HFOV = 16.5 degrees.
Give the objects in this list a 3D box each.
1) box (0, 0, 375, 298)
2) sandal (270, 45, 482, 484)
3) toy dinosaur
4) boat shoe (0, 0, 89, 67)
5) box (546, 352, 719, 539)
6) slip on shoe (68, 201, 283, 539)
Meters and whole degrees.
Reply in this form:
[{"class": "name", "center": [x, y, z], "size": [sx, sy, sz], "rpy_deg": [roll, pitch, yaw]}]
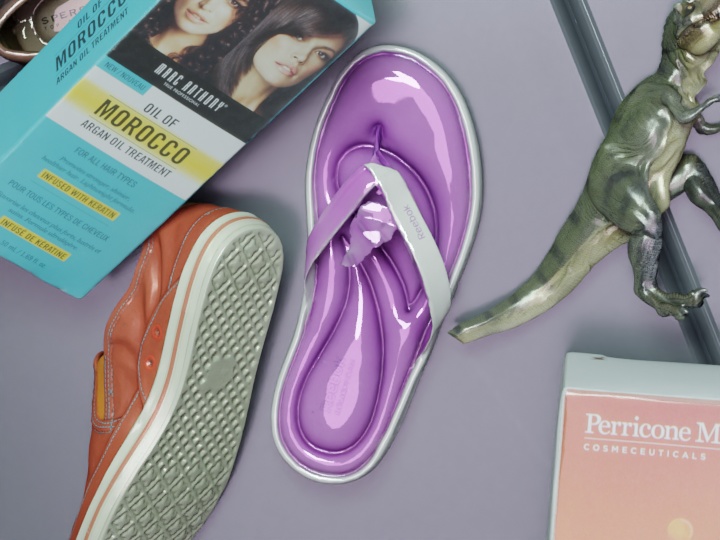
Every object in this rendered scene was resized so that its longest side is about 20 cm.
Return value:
[{"class": "box", "center": [-0.091, -0.078, 1.076], "size": [0.082, 0.049, 0.200], "rpy_deg": [31, 121, -31]}, {"class": "sandal", "center": [0.007, 0.001, 1.119], "size": [0.082, 0.050, 0.203], "rpy_deg": [10, 98, 5]}, {"class": "toy dinosaur", "center": [0.131, -0.029, 1.106], "size": [0.088, 0.047, 0.200], "rpy_deg": [36, 100, 15]}, {"class": "boat shoe", "center": [-0.072, -0.136, 1.100], "size": [0.199, 0.072, 0.072], "rpy_deg": [-18, 95, 8]}, {"class": "box", "center": [0.155, 0.146, 1.093], "size": [0.152, 0.106, 0.201], "rpy_deg": [4, 98, 6]}, {"class": "slip on shoe", "center": [-0.094, 0.060, 1.136], "size": [0.061, 0.074, 0.201], "rpy_deg": [29, 108, 37]}]
